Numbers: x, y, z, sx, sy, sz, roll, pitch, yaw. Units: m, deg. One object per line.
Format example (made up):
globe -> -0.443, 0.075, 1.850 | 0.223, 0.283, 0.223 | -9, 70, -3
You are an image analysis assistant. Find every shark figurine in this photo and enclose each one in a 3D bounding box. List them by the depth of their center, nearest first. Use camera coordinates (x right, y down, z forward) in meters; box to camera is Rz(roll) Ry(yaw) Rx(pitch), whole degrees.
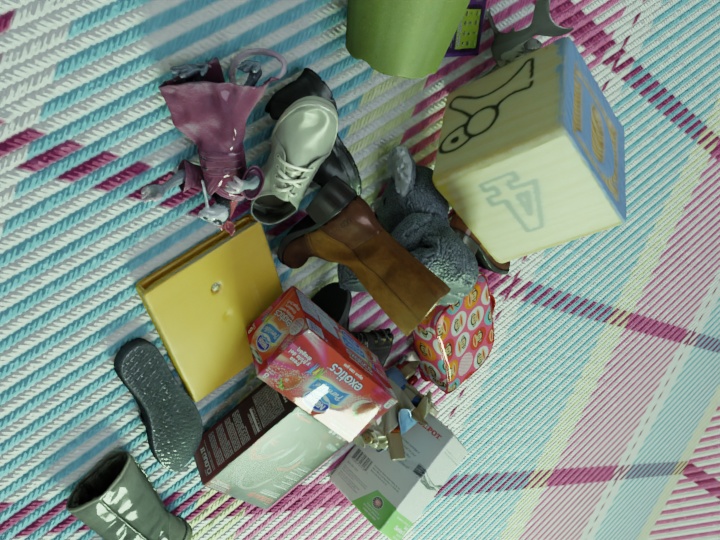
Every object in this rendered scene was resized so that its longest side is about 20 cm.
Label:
shark figurine -> 0.211, -0.338, 1.067 | 0.126, 0.214, 0.091 | -23, 92, 4

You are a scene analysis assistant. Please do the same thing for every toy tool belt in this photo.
toy tool belt -> 0.063, 0.225, 1.204 | 0.125, 0.123, 0.199 | -52, 164, 28

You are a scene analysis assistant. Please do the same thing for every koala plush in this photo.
koala plush -> 0.081, -0.062, 1.068 | 0.177, 0.181, 0.204 | 30, 56, -51

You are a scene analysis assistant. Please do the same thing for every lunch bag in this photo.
lunch bag -> 0.170, 0.092, 1.292 | 0.175, 0.081, 0.203 | -38, 134, -28

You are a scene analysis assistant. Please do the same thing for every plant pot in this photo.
plant pot -> 0.059, -0.339, 0.878 | 0.197, 0.200, 0.192 | -16, 137, -36

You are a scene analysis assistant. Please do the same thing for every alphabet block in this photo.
alphabet block -> 0.239, -0.161, 1.048 | 0.196, 0.198, 0.198 | 45, 44, -32

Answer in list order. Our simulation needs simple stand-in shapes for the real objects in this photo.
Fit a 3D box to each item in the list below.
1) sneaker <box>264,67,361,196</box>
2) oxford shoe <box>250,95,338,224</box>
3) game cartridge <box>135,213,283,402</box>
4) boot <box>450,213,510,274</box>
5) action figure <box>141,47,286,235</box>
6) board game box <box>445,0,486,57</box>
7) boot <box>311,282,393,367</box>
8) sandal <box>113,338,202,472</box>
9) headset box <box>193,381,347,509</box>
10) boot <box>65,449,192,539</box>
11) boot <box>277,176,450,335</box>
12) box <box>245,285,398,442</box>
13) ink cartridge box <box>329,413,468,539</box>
sneaker -> -0.062, -0.150, 0.951 | 0.090, 0.076, 0.202 | -31, 126, -12
oxford shoe -> -0.080, -0.121, 0.878 | 0.074, 0.059, 0.200 | 16, 140, -21
game cartridge -> -0.181, 0.052, 0.980 | 0.175, 0.032, 0.203 | -34, 136, -24
boot -> 0.228, -0.106, 1.266 | 0.186, 0.068, 0.203 | 23, 90, -40
action figure -> -0.162, -0.138, 0.853 | 0.149, 0.131, 0.203 | -56, 153, -51
board game box -> 0.126, -0.391, 1.006 | 0.119, 0.032, 0.204 | -18, 124, -41
boot -> -0.013, 0.104, 1.149 | 0.172, 0.069, 0.203 | -3, 123, -45
sandal -> -0.260, 0.171, 0.973 | 0.076, 0.042, 0.203 | -34, 124, -34
headset box -> -0.132, 0.251, 1.076 | 0.199, 0.075, 0.148 | -40, 137, 8
boot -> -0.323, 0.358, 0.995 | 0.183, 0.072, 0.201 | -54, 147, -25
boot -> 0.000, 0.000, 0.953 | 0.188, 0.200, 0.069 | -45, -178, 45
box -> -0.051, 0.129, 1.011 | 0.095, 0.100, 0.200 | -40, 126, 10
ink cartridge box -> 0.066, 0.335, 1.294 | 0.201, 0.145, 0.084 | -49, 138, -8
